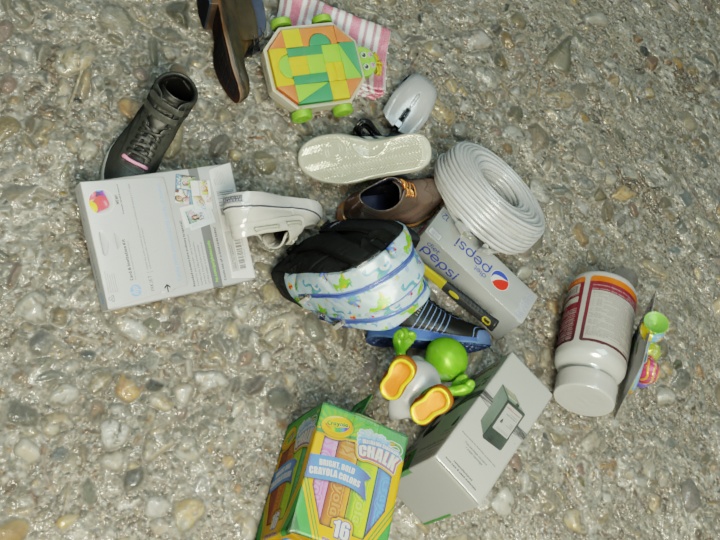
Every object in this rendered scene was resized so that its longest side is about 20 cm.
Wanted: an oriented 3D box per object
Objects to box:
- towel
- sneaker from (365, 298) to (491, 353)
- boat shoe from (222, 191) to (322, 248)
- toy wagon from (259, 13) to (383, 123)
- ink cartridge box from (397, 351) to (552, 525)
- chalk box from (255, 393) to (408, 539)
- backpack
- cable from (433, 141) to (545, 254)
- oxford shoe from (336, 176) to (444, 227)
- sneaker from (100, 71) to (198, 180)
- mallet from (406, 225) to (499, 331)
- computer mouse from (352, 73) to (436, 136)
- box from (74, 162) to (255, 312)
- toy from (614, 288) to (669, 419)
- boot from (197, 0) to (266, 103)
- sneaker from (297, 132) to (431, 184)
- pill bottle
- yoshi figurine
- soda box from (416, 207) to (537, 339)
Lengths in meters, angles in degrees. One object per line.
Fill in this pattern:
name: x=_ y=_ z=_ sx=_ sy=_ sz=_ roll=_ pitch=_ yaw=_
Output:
towel: x=-0.044 y=-0.366 z=1.346 sx=0.197 sy=0.030 sz=0.149 roll=17 pitch=60 yaw=-20
sneaker: x=0.097 y=0.070 z=1.189 sx=0.196 sy=0.070 sz=0.080 roll=9 pitch=68 yaw=-24
boat shoe: x=-0.110 y=-0.062 z=1.111 sx=0.199 sy=0.071 sz=0.067 roll=4 pitch=79 yaw=-67
toy wagon: x=-0.052 y=-0.313 z=1.281 sx=0.196 sy=0.039 sz=0.158 roll=-12 pitch=85 yaw=-22
ink cartridge box: x=0.142 y=0.219 z=1.096 sx=0.084 sy=0.146 sz=0.200 roll=45 pitch=54 yaw=1
chalk box: x=-0.029 y=0.242 z=1.009 sx=0.122 sy=0.125 sz=0.203 roll=24 pitch=57 yaw=-16
backpack: x=0.000 y=0.000 z=1.088 sx=0.162 sy=0.199 sz=0.156 roll=-33 pitch=95 yaw=-29
cable: x=0.197 y=-0.113 z=1.287 sx=0.198 sy=0.069 sz=0.202 roll=4 pitch=49 yaw=-50
oxford shoe: x=0.062 y=-0.105 z=1.250 sx=0.198 sy=0.073 sz=0.072 roll=-20 pitch=77 yaw=-33
sneaker: x=-0.276 y=-0.181 z=1.094 sx=0.070 sy=0.099 sz=0.203 roll=30 pitch=58 yaw=-14
mallet: x=0.119 y=0.008 z=1.196 sx=0.198 sy=0.067 sz=0.041 roll=32 pitch=20 yaw=13
computer mouse: x=0.072 y=-0.257 z=1.346 sx=0.109 sy=0.044 sz=0.202 roll=35 pitch=56 yaw=-8
box: x=-0.243 y=-0.045 z=1.061 sx=0.197 sy=0.041 sz=0.159 roll=-13 pitch=88 yaw=-32
toy: x=0.426 y=0.133 z=1.254 sx=0.046 sy=0.202 sz=0.117 roll=13 pitch=56 yaw=15
boot: x=-0.171 y=-0.339 z=1.239 sx=0.095 sy=0.075 sz=0.203 roll=-9 pitch=70 yaw=-27
sneaker: x=0.006 y=-0.165 z=1.252 sx=0.195 sy=0.085 sz=0.077 roll=0 pitch=93 yaw=1
pill bottle: x=0.355 y=0.110 z=1.280 sx=0.108 sy=0.110 sz=0.203 roll=29 pitch=57 yaw=-12
yoshi figurine: x=0.091 y=0.128 z=1.081 sx=0.110 sy=0.200 sz=0.115 roll=-4 pitch=90 yaw=11
soda box: x=0.165 y=0.006 z=1.255 sx=0.200 sy=0.068 sz=0.064 roll=43 pitch=53 yaw=-4
